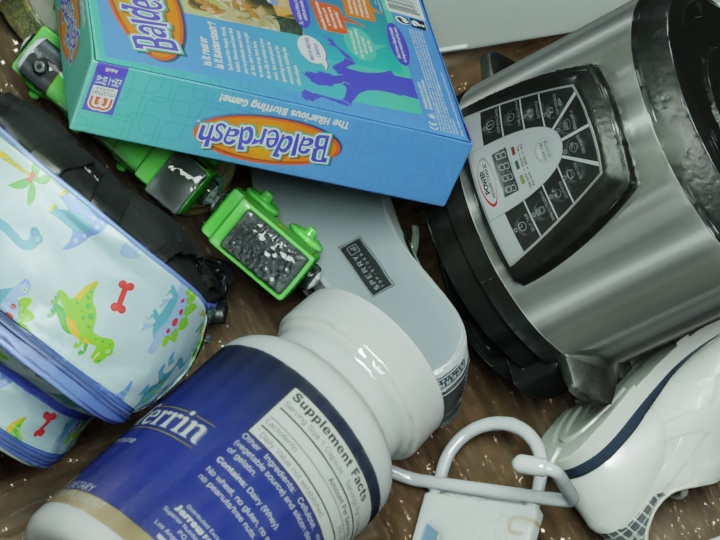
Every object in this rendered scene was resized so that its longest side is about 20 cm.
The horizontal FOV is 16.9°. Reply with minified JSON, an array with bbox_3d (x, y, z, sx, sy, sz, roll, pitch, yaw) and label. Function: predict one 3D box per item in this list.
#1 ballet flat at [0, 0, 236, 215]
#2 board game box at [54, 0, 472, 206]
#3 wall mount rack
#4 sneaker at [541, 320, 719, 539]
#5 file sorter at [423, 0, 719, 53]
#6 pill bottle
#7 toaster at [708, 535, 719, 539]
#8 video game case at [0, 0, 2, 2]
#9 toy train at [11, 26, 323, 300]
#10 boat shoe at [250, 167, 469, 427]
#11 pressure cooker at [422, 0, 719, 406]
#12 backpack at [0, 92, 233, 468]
[{"bbox_3d":[-0.133,-0.120,1.312,0.071,0.071,0.200,-34,84,-23],"label":"ballet flat"},{"bbox_3d":[-0.054,-0.110,1.242,0.200,0.045,0.152,12,34,-19],"label":"board game box"},{"bbox_3d":[0.017,0.152,1.266,0.173,0.075,0.200,6,65,25],"label":"wall mount rack"},{"bbox_3d":[0.187,0.070,1.347,0.200,0.076,0.081,-41,100,-20],"label":"sneaker"},{"bbox_3d":[0.101,-0.216,1.326,0.200,0.139,0.125,-7,62,23],"label":"file sorter"},{"bbox_3d":[-0.057,0.104,1.184,0.116,0.116,0.200,47,61,2],"label":"pill bottle"},{"bbox_3d":[0.175,0.217,1.267,0.200,0.114,0.129,-18,74,-20],"label":"toaster"},{"bbox_3d":[-0.241,-0.214,1.206,0.200,0.023,0.182,43,66,-3],"label":"video game case"},{"bbox_3d":[-0.101,-0.055,1.252,0.200,0.056,0.042,39,98,2],"label":"toy train"},{"bbox_3d":[0.003,-0.001,1.310,0.074,0.068,0.199,-30,58,-12],"label":"boat shoe"},{"bbox_3d":[0.126,-0.035,1.289,0.179,0.200,0.176,54,31,-17],"label":"pressure cooker"},{"bbox_3d":[-0.165,0.007,1.188,0.183,0.200,0.147,38,86,-3],"label":"backpack"}]
